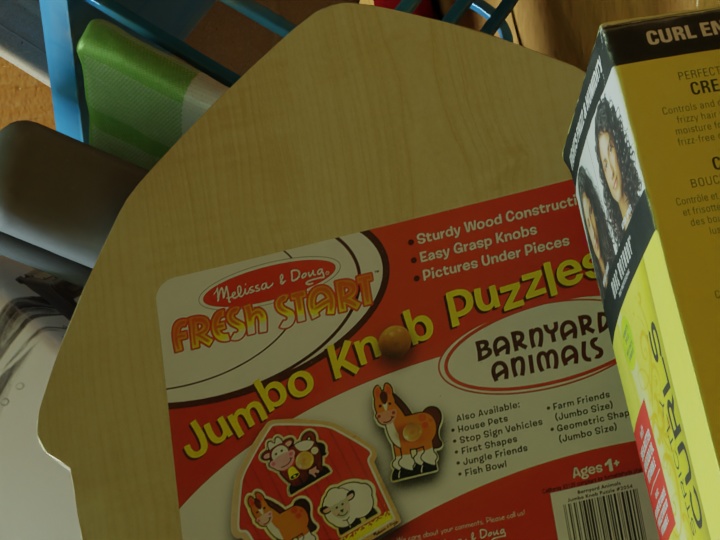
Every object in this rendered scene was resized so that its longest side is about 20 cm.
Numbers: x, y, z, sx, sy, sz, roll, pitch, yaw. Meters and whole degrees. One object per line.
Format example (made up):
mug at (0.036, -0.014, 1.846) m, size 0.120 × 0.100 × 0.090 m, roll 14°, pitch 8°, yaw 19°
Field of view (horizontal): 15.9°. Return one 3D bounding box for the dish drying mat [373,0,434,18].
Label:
dish drying mat at (0.019, -0.109, 1.114) m, size 0.077 × 0.018 × 0.202 m, roll 133°, pitch 127°, yaw -80°

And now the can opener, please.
can opener at (-0.029, 0.018, 0.755) m, size 0.053 × 0.199 × 0.067 m, roll -14°, pitch 52°, yaw 59°

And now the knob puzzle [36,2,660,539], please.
knob puzzle at (0.011, 0.022, 0.680) m, size 0.030 × 0.218 × 0.221 m, roll 52°, pitch -158°, yaw -62°

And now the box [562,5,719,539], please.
box at (0.094, 0.044, 0.586) m, size 0.075 × 0.050 × 0.201 m, roll 100°, pitch 159°, yaw -67°

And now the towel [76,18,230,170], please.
towel at (0.000, 0.000, 0.838) m, size 0.031 × 0.199 × 0.150 m, roll -55°, pitch -13°, yaw -27°

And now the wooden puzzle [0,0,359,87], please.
wooden puzzle at (-0.069, -0.138, 0.978) m, size 0.200 × 0.046 × 0.186 m, roll 34°, pitch -112°, yaw -45°

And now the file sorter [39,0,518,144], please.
file sorter at (-0.017, -0.113, 0.838) m, size 0.139 × 0.122 × 0.200 m, roll -54°, pitch -14°, yaw -24°

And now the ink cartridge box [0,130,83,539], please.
ink cartridge box at (-0.092, 0.048, 0.811) m, size 0.200 × 0.084 × 0.145 m, roll 41°, pitch -168°, yaw 6°
